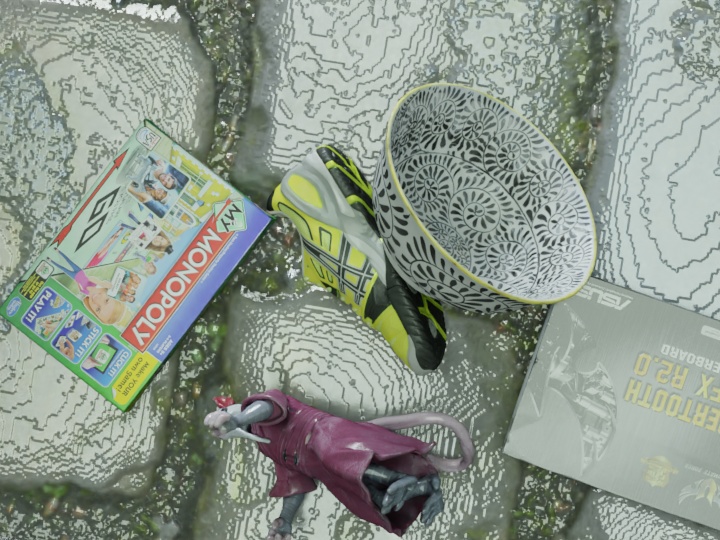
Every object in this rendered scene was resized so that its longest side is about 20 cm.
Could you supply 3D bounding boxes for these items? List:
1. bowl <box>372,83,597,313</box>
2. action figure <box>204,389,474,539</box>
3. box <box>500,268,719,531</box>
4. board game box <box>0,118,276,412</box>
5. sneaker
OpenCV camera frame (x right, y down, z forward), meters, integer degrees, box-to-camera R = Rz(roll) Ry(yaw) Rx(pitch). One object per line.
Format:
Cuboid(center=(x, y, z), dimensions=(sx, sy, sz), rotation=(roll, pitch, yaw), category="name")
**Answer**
Cuboid(center=(0.077, -0.038, 1.672), dimensions=(0.201, 0.201, 0.094), rotation=(50, 130, 3), category="bowl")
Cuboid(center=(-0.033, 0.130, 1.692), dimensions=(0.200, 0.134, 0.149), rotation=(23, 54, 30), category="action figure")
Cuboid(center=(0.229, 0.103, 1.702), dimensions=(0.200, 0.048, 0.159), rotation=(20, 91, 5), category="box")
Cuboid(center=(-0.182, -0.004, 1.748), dimensions=(0.135, 0.029, 0.200), rotation=(38, 93, 5), category="board game box")
Cuboid(center=(0.000, 0.000, 1.718), dimensions=(0.076, 0.075, 0.200), rotation=(-33, 80, 17), category="sneaker")
